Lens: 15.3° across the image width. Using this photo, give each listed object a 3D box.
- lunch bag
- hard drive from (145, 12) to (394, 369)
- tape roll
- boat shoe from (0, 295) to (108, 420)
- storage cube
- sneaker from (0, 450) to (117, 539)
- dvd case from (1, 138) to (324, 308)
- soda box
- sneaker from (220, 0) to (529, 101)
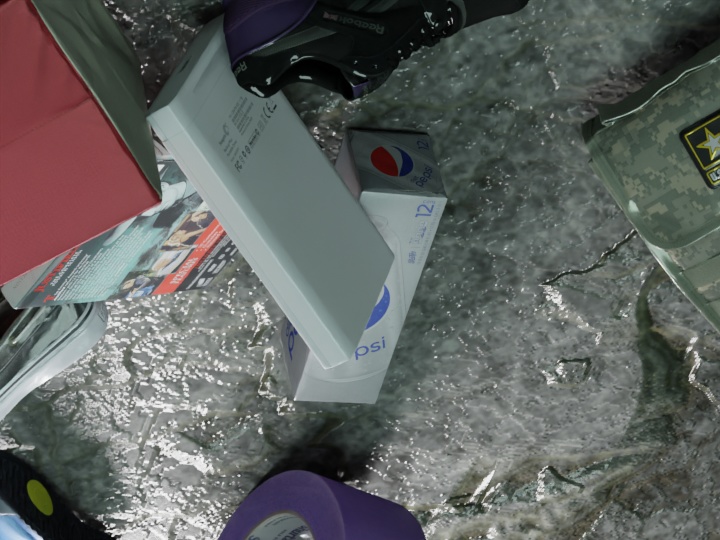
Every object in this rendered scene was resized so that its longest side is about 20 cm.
[{"bbox_3d":[0.264,-0.070,1.832,0.164,0.118,0.200,-31,127,17],"label":"lunch bag"},{"bbox_3d":[-0.054,-0.051,1.704,0.027,0.132,0.200,-26,111,27],"label":"hard drive"},{"bbox_3d":[-0.039,0.256,2.002,0.085,0.201,0.200,23,124,-30],"label":"tape roll"},{"bbox_3d":[-0.269,0.065,1.862,0.200,0.072,0.071,-40,122,9],"label":"boat shoe"},{"bbox_3d":[-0.241,-0.107,1.606,0.179,0.200,0.171,-26,124,9],"label":"storage cube"},{"bbox_3d":[-0.244,0.207,1.997,0.078,0.066,0.200,-27,134,17],"label":"sneaker"},{"bbox_3d":[-0.127,-0.034,1.760,0.146,0.022,0.200,-48,159,28],"label":"dvd case"},{"bbox_3d":[0.000,0.000,1.861,0.063,0.068,0.201,4,132,-18],"label":"soda box"},{"bbox_3d":[0.013,-0.148,1.697,0.199,0.088,0.076,-6,159,-4],"label":"sneaker"}]
